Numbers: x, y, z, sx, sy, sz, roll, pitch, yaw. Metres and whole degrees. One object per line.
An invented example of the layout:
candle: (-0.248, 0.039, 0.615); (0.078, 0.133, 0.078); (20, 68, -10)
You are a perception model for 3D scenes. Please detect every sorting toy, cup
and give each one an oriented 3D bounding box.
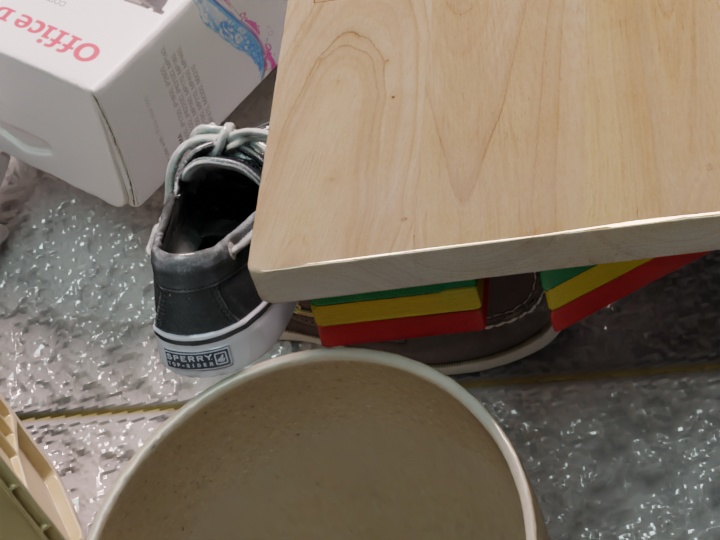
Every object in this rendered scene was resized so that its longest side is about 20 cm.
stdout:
sorting toy: (0.067, -0.055, 1.082); (0.198, 0.070, 0.200); (-7, 42, 12)
cup: (0.000, 0.153, 1.077); (0.199, 0.143, 0.201); (-11, 58, 19)

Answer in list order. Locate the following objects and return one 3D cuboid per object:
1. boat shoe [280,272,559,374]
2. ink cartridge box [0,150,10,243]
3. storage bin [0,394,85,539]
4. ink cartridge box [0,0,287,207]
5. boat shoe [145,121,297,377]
boat shoe: (0.000, 0.000, 1.215); (0.199, 0.060, 0.072); (8, 66, 29)
ink cartridge box: (-0.279, -0.027, 1.292); (0.128, 0.200, 0.126); (17, 88, 32)
storage bin: (-0.253, 0.112, 1.183); (0.200, 0.199, 0.094); (-33, 34, -1)
ink cartridge box: (-0.109, -0.144, 1.304); (0.147, 0.086, 0.200); (23, 57, 32)
boat shoe: (-0.054, -0.030, 1.147); (0.073, 0.068, 0.199); (-3, 27, 19)
